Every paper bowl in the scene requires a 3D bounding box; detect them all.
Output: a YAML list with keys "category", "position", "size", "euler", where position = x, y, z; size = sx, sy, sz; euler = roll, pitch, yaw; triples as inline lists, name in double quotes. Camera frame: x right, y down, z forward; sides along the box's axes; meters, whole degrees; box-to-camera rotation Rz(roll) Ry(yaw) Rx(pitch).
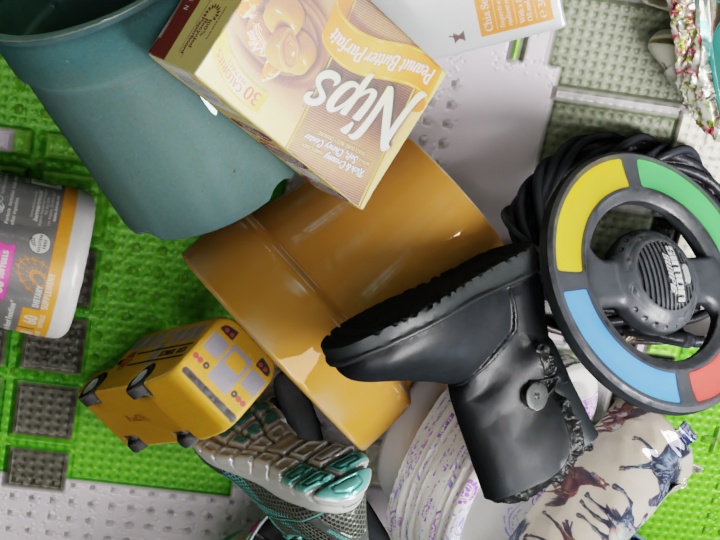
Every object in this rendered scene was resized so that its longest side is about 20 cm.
- category: "paper bowl"
  position: [0.090, 0.138, 1.508]
  size: [0.104, 0.201, 0.201]
  euler: [32, 115, 24]

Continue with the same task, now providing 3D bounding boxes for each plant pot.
- category: "plant pot"
  position: [-0.140, -0.141, 1.345]
  size: [0.200, 0.200, 0.196]
  euler: [-22, 124, 6]
- category: "plant pot"
  position: [0.000, 0.000, 1.431]
  size: [0.183, 0.200, 0.200]
  euler: [-43, 113, -3]

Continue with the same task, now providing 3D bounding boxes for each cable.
- category: "cable"
  position: [0.202, -0.030, 1.457]
  size: [0.200, 0.051, 0.164]
  euler: [13, 75, -17]

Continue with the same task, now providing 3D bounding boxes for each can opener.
- category: "can opener"
  position: [-0.027, 0.177, 1.528]
  size: [0.053, 0.066, 0.200]
  euler: [-30, 78, -8]

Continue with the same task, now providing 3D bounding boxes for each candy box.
- category: "candy box"
  position: [-0.037, -0.138, 1.278]
  size: [0.116, 0.055, 0.200]
  euler: [-58, 139, -4]

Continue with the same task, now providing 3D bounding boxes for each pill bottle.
- category: "pill bottle"
  position: [-0.304, -0.023, 1.419]
  size: [0.200, 0.116, 0.117]
  euler: [12, 114, -11]

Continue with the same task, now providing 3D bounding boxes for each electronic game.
- category: "electronic game"
  position: [0.212, 0.008, 1.390]
  size: [0.200, 0.200, 0.042]
  euler: [33, 145, -19]

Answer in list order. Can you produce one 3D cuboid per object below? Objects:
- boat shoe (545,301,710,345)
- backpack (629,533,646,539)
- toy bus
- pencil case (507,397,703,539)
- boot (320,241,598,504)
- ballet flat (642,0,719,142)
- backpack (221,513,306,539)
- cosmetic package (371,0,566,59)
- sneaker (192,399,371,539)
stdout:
- category: "boat shoe"
  position: [0.194, 0.033, 1.517]
  size: [0.200, 0.073, 0.075]
  euler: [7, 115, -9]
- category: "backpack"
  position: [0.231, 0.320, 1.597]
  size: [0.200, 0.147, 0.183]
  euler: [32, 71, -24]
- category: "toy bus"
  position: [-0.145, 0.088, 1.462]
  size: [0.065, 0.200, 0.078]
  euler: [46, 66, -15]
- category: "pencil case"
  position: [0.186, 0.195, 1.520]
  size: [0.089, 0.078, 0.200]
  euler: [37, 66, 13]
- category: "boot"
  position: [0.077, 0.088, 1.332]
  size: [0.200, 0.076, 0.168]
  euler: [-25, 101, -40]
- category: "ballet flat"
  position: [0.243, -0.192, 1.425]
  size: [0.064, 0.076, 0.200]
  euler: [2, 116, 28]
- category: "backpack"
  position: [-0.048, 0.296, 1.566]
  size: [0.200, 0.178, 0.150]
  euler: [46, 133, -16]
- category: "cosmetic package"
  position: [0.040, -0.208, 1.386]
  size: [0.200, 0.071, 0.102]
  euler: [-14, 117, 2]
- category: "sneaker"
  position: [-0.064, 0.167, 1.485]
  size: [0.078, 0.200, 0.091]
  euler: [-29, 123, -28]
